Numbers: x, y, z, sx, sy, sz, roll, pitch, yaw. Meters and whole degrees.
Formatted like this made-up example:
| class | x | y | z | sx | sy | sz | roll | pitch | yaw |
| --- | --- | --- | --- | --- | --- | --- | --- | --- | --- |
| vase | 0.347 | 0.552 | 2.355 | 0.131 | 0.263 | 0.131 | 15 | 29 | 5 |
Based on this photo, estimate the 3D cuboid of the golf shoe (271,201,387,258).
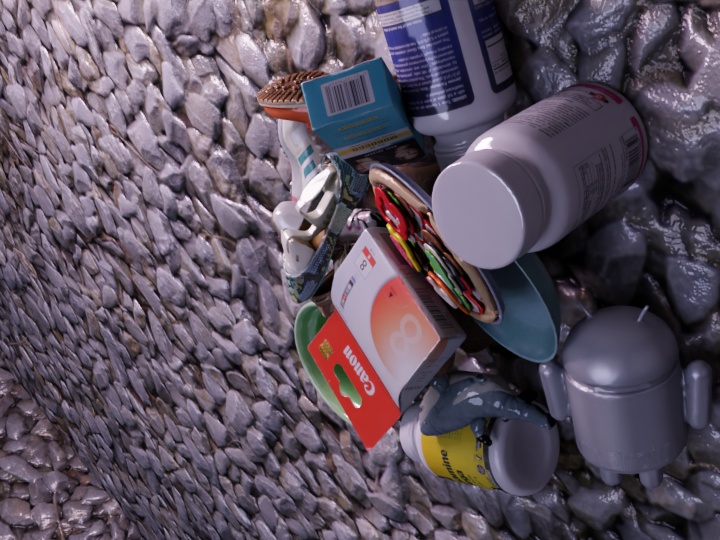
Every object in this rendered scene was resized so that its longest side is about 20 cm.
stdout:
| class | x | y | z | sx | sy | sz | roll | pitch | yaw |
| --- | --- | --- | --- | --- | --- | --- | --- | --- | --- |
| golf shoe | -0.013 | -0.053 | 1.135 | 0.198 | 0.073 | 0.093 | 19 | 137 | -2 |

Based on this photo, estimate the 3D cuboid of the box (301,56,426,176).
| class | x | y | z | sx | sy | sz | roll | pitch | yaw |
| --- | --- | --- | --- | --- | --- | --- | --- | --- | --- |
| box | 0.009 | -0.150 | 0.920 | 0.200 | 0.081 | 0.050 | 26 | -131 | -75 |

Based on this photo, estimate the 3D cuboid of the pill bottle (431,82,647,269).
| class | x | y | z | sx | sy | sz | roll | pitch | yaw |
| --- | --- | --- | --- | --- | --- | --- | --- | --- | --- |
| pill bottle | 0.159 | -0.085 | 0.804 | 0.113 | 0.199 | 0.114 | 25 | 130 | 34 |

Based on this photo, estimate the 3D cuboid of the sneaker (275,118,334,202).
| class | x | y | z | sx | sy | sz | roll | pitch | yaw |
| --- | --- | --- | --- | --- | --- | --- | --- | --- | --- |
| sneaker | -0.047 | -0.141 | 1.175 | 0.093 | 0.070 | 0.202 | 11 | 124 | 27 |

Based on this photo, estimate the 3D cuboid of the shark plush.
| class | x | y | z | sx | sy | sz | roll | pitch | yaw |
| --- | --- | --- | --- | --- | --- | --- | --- | --- | --- |
| shark plush | 0.148 | 0.162 | 1.049 | 0.198 | 0.090 | 0.084 | 3 | 82 | 39 |

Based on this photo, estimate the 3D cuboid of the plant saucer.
| class | x | y | z | sx | sy | sz | roll | pitch | yaw |
| --- | --- | --- | --- | --- | --- | --- | --- | --- | --- |
| plant saucer | 0.137 | 0.004 | 0.920 | 0.200 | 0.036 | 0.200 | 47 | 165 | 17 |

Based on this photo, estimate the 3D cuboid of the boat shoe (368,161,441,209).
| class | x | y | z | sx | sy | sz | roll | pitch | yaw |
| --- | --- | --- | --- | --- | --- | --- | --- | --- | --- |
| boat shoe | 0.098 | -0.090 | 1.010 | 0.199 | 0.070 | 0.071 | 15 | 104 | 46 |

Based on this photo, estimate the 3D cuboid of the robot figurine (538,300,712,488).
| class | x | y | z | sx | sy | sz | roll | pitch | yaw |
| --- | --- | --- | --- | --- | --- | --- | --- | --- | --- |
| robot figurine | 0.266 | 0.121 | 0.911 | 0.168 | 0.113 | 0.202 | -4 | 115 | 24 |

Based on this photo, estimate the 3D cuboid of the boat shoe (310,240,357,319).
| class | x | y | z | sx | sy | sz | roll | pitch | yaw |
| --- | --- | --- | --- | --- | --- | --- | --- | --- | --- |
| boat shoe | 0.000 | 0.000 | 1.079 | 0.071 | 0.076 | 0.200 | 31 | 132 | -12 |

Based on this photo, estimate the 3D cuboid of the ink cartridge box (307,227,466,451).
| class | x | y | z | sx | sy | sz | roll | pitch | yaw |
| --- | --- | --- | --- | --- | --- | --- | --- | --- | --- |
| ink cartridge box | 0.008 | 0.078 | 1.005 | 0.201 | 0.050 | 0.163 | -53 | 55 | 28 |

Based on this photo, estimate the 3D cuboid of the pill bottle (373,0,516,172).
| class | x | y | z | sx | sy | sz | roll | pitch | yaw |
| --- | --- | --- | --- | --- | --- | --- | --- | --- | --- |
| pill bottle | 0.090 | -0.201 | 0.892 | 0.111 | 0.111 | 0.202 | 4 | 118 | 51 |

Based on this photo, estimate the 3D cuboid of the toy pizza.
| class | x | y | z | sx | sy | sz | roll | pitch | yaw |
| --- | --- | --- | --- | --- | --- | --- | --- | --- | --- |
| toy pizza | 0.067 | -0.020 | 0.893 | 0.201 | 0.032 | 0.200 | 50 | 173 | 9 |

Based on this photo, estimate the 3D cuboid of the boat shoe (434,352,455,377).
| class | x | y | z | sx | sy | sz | roll | pitch | yaw |
| --- | --- | --- | --- | --- | --- | --- | --- | --- | --- |
| boat shoe | 0.069 | 0.074 | 1.064 | 0.073 | 0.067 | 0.200 | -68 | 26 | 8 |

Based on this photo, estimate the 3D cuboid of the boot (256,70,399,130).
| class | x | y | z | sx | sy | sz | roll | pitch | yaw |
| --- | --- | --- | --- | --- | --- | --- | --- | --- | --- |
| boot | -0.032 | -0.175 | 1.078 | 0.198 | 0.075 | 0.108 | 12 | 135 | 26 |

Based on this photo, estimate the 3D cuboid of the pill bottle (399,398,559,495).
| class | x | y | z | sx | sy | sz | roll | pitch | yaw |
| --- | --- | --- | --- | --- | --- | --- | --- | --- | --- |
| pill bottle | 0.143 | 0.213 | 1.145 | 0.199 | 0.112 | 0.113 | -3 | 113 | 54 |

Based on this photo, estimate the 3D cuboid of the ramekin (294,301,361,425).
| class | x | y | z | sx | sy | sz | roll | pitch | yaw |
| --- | --- | --- | --- | --- | --- | --- | --- | --- | --- |
| ramekin | 0.008 | 0.113 | 1.257 | 0.199 | 0.097 | 0.202 | 33 | 139 | 34 |

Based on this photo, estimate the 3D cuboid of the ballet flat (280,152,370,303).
| class | x | y | z | sx | sy | sz | roll | pitch | yaw |
| --- | --- | --- | --- | --- | --- | --- | --- | --- | --- |
| ballet flat | -0.057 | -0.053 | 1.068 | 0.074 | 0.074 | 0.201 | 36 | 110 | 30 |

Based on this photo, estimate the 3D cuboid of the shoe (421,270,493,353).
| class | x | y | z | sx | sy | sz | roll | pitch | yaw |
| --- | --- | --- | --- | --- | --- | --- | --- | --- | --- |
| shoe | 0.104 | 0.016 | 1.061 | 0.054 | 0.069 | 0.201 | -111 | -4 | -50 |
